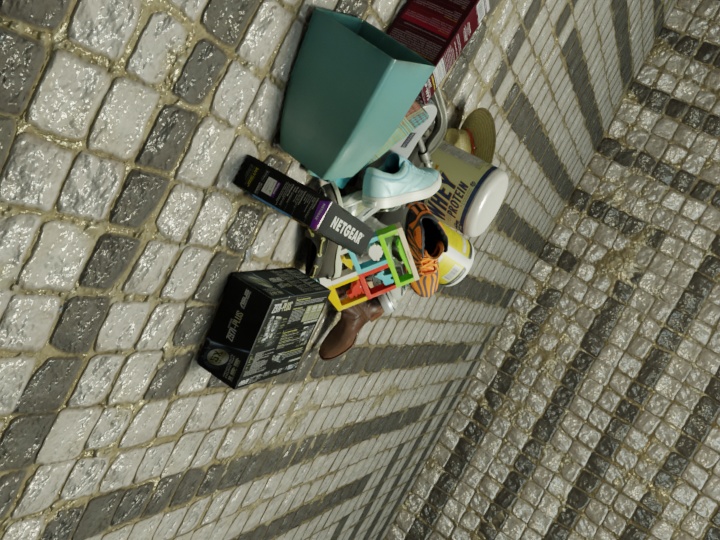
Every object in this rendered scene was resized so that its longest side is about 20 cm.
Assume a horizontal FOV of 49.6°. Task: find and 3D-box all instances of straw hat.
[{"bbox_3d":[0.205,-0.253,1.663,0.084,0.202,0.202,6,121,-20],"label":"straw hat"}]

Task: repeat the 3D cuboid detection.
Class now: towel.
[{"bbox_3d":[0.013,-0.208,1.256,0.199,0.022,0.146,-37,164,14],"label":"towel"}]

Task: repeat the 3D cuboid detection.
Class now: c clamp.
[{"bbox_3d":[0.113,-0.273,1.431,0.171,0.027,0.201,-50,136,-32],"label":"c clamp"}]

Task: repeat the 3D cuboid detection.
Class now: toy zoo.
[{"bbox_3d":[0.000,0.000,1.450,0.198,0.021,0.132,-22,128,2],"label":"toy zoo"}]

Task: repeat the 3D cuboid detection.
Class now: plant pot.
[{"bbox_3d":[-0.020,-0.239,1.106,0.141,0.141,0.201,-19,143,-60],"label":"plant pot"}]

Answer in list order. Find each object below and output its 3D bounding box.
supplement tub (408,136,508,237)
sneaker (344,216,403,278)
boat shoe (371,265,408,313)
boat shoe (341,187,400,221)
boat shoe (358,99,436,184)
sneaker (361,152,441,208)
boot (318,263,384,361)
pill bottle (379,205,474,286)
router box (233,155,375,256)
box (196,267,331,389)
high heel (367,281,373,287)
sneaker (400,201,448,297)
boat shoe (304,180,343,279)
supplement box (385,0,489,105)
[{"bbox_3d":[0.176,-0.171,1.549,0.145,0.199,0.146,-48,157,-29],"label":"supplement tub"},{"bbox_3d":[0.031,-0.025,1.530,0.074,0.115,0.201,-51,159,-26],"label":"sneaker"},{"bbox_3d":[0.067,0.021,1.610,0.066,0.074,0.200,-24,-158,9],"label":"boat shoe"},{"bbox_3d":[0.021,-0.120,1.408,0.201,0.074,0.065,-25,98,-54],"label":"boat shoe"},{"bbox_3d":[0.054,-0.236,1.368,0.071,0.066,0.200,-2,142,-40],"label":"boat shoe"},{"bbox_3d":[0.079,-0.167,1.362,0.199,0.073,0.083,-26,126,-48],"label":"sneaker"},{"bbox_3d":[-0.049,0.079,1.557,0.186,0.064,0.200,-46,147,-4],"label":"boot"},{"bbox_3d":[0.133,-0.056,1.619,0.199,0.112,0.113,31,90,-29],"label":"pill bottle"},{"bbox_3d":[-0.076,-0.091,1.143,0.051,0.148,0.200,-61,159,1],"label":"router box"},{"bbox_3d":[-0.155,0.090,1.287,0.200,0.086,0.165,-8,125,-65],"label":"box"},{"bbox_3d":[0.052,0.038,1.719,0.200,0.067,0.097,-34,158,-43],"label":"high heel"},{"bbox_3d":[0.125,-0.024,1.500,0.077,0.112,0.202,-16,116,-9],"label":"sneaker"},{"bbox_3d":[-0.064,-0.062,1.322,0.060,0.072,0.202,-9,134,-14],"label":"boat shoe"},{"bbox_3d":[0.111,-0.380,1.253,0.201,0.108,0.061,-56,160,-8],"label":"supplement box"}]
